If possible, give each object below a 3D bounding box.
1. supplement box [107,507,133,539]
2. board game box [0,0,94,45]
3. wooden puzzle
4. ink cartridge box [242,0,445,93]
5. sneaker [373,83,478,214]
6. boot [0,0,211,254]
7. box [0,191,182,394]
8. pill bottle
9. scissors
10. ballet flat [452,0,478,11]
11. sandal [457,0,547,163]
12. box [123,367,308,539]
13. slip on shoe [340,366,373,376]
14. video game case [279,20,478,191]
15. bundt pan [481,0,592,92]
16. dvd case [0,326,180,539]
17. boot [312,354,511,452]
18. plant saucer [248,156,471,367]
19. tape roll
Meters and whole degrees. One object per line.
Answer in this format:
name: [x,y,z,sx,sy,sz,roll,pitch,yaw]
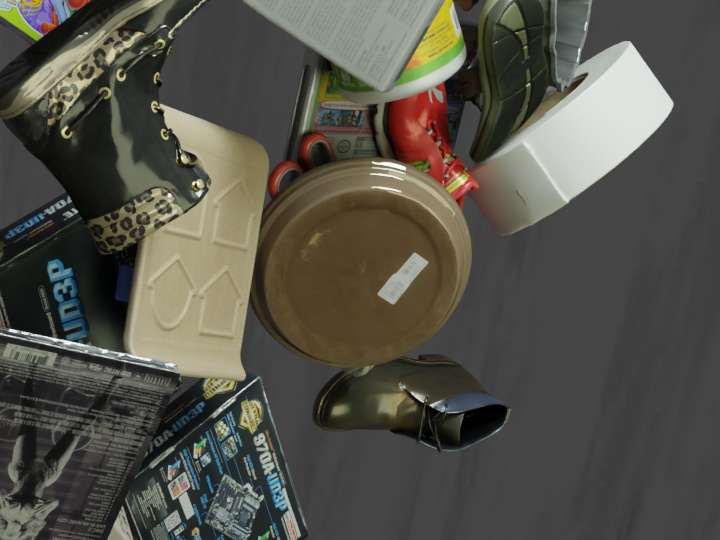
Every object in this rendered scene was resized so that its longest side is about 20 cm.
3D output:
supplement box: [-0.273,0.163,1.387,0.125,0.074,0.201,-31,126,0]
board game box: [-0.190,-0.252,1.329,0.134,0.045,0.201,34,85,-49]
wooden puzzle: [-0.137,-0.018,1.457,0.185,0.046,0.203,14,80,-67]
ink cartridge box: [-0.021,-0.256,1.399,0.161,0.199,0.047,-58,174,19]
sneaker: [0.067,-0.097,1.615,0.077,0.085,0.202,-31,130,-32]
boot: [-0.152,-0.121,1.318,0.200,0.073,0.151,-39,116,-20]
box: [-0.228,0.045,1.442,0.158,0.046,0.202,-33,131,-31]
pill bottle: [0.007,-0.246,1.477,0.111,0.111,0.202,-33,117,-30]
scissors: [-0.036,-0.025,1.600,0.073,0.014,0.202,-38,133,-30]
ballet flat: [0.067,-0.316,1.567,0.062,0.069,0.202,-9,117,-12]
sandal: [0.115,-0.171,1.549,0.080,0.057,0.202,-39,151,-26]
box: [-0.135,0.202,1.609,0.159,0.046,0.201,-38,133,-27]
slip on shoe: [0.007,0.009,1.639,0.061,0.074,0.202,-25,134,-40]
video game case: [0.016,-0.134,1.626,0.199,0.022,0.184,-3,112,-45]
bundt pan: [0.156,-0.263,1.621,0.202,0.075,0.204,10,90,-76]
dvd case: [-0.232,0.139,1.333,0.147,0.016,0.201,14,113,-29]
boot: [0.052,0.126,1.738,0.199,0.096,0.076,-10,117,-43]
plant saucer: [0.000,0.000,1.569,0.198,0.030,0.202,-4,119,-8]
tape roll: [0.182,-0.119,1.670,0.202,0.202,0.071,-41,99,-24]
